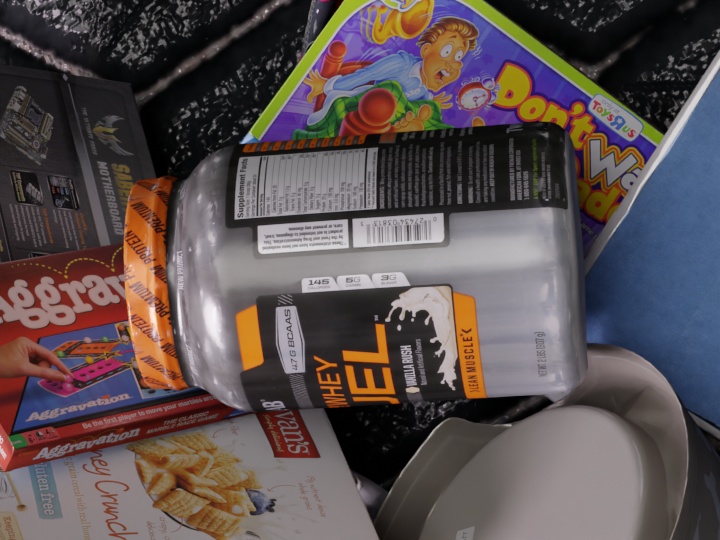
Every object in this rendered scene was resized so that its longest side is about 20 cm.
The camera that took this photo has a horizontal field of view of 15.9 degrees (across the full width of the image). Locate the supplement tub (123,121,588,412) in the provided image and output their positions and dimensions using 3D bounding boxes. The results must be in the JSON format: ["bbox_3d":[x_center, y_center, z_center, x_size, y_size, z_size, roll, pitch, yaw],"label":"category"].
[{"bbox_3d":[0.000,0.000,1.157,0.199,0.123,0.123,-4,81,7],"label":"supplement tub"}]

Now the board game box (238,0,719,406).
[{"bbox_3d":[0.056,-0.049,1.233,0.200,0.045,0.135,36,98,-3],"label":"board game box"}]

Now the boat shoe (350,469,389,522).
[{"bbox_3d":[-0.072,0.080,1.303,0.200,0.072,0.069,34,81,26],"label":"boat shoe"}]

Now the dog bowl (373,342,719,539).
[{"bbox_3d":[0.085,0.133,1.163,0.200,0.059,0.201,-34,35,28],"label":"dog bowl"}]

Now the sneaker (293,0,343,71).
[{"bbox_3d":[-0.010,-0.061,1.289,0.080,0.075,0.201,3,85,22],"label":"sneaker"}]

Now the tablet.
[{"bbox_3d":[0.192,-0.023,1.204,0.130,0.014,0.200,32,97,-6],"label":"tablet"}]

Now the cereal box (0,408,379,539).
[{"bbox_3d":[-0.098,0.113,1.171,0.199,0.144,0.040,-1,119,-16],"label":"cereal box"}]

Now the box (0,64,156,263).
[{"bbox_3d":[-0.173,-0.018,1.274,0.048,0.158,0.200,-56,40,39],"label":"box"}]

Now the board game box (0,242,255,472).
[{"bbox_3d":[-0.106,0.032,1.215,0.103,0.200,0.019,54,133,26],"label":"board game box"}]
